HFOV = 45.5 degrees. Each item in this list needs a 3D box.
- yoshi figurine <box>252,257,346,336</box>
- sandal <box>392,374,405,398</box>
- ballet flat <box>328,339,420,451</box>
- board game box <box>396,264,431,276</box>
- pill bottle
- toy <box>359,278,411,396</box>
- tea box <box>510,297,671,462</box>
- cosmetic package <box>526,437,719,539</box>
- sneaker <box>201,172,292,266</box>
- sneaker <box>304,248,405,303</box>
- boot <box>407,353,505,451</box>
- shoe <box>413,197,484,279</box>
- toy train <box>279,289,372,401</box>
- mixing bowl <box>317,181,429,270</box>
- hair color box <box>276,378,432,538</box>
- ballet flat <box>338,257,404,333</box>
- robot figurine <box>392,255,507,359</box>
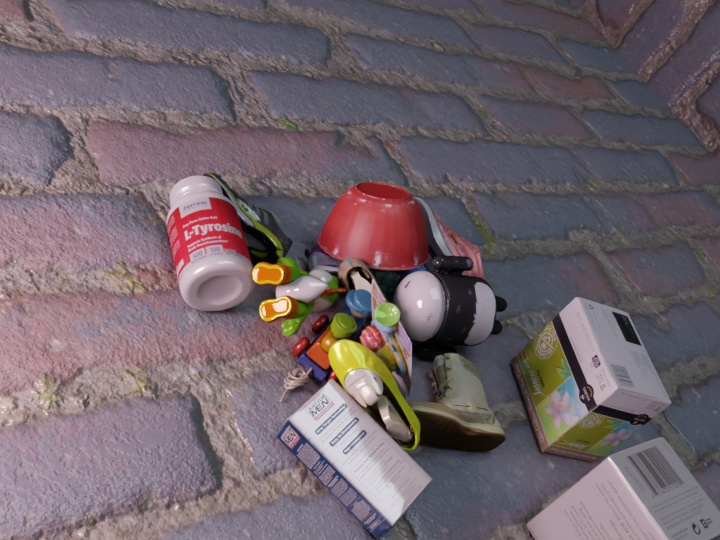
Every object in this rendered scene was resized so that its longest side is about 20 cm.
[{"bbox_3d":[-0.105,0.034,1.327,0.112,0.113,0.200,39,14,19],"label":"yoshi figurine"},{"bbox_3d":[0.027,0.208,1.301,0.075,0.045,0.200,36,36,1],"label":"sandal"},{"bbox_3d":[0.026,0.182,1.222,0.200,0.067,0.067,53,13,-23],"label":"ballet flat"},{"bbox_3d":[0.127,0.009,1.604,0.200,0.045,0.135,32,36,-6],"label":"board game box"},{"bbox_3d":[-0.234,-0.046,1.310,0.112,0.112,0.200,8,45,-34],"label":"pill bottle"},{"bbox_3d":[0.031,0.110,1.259,0.047,0.200,0.115,-24,63,-15],"label":"toy"},{"bbox_3d":[0.393,0.192,1.493,0.133,0.197,0.200,16,40,-27],"label":"tea box"},{"bbox_3d":[0.396,0.382,1.284,0.164,0.200,0.165,-4,52,-42],"label":"cosmetic package"},{"bbox_3d":[-0.195,-0.085,1.433,0.200,0.074,0.081,48,28,5],"label":"sneaker"},{"bbox_3d":[0.000,0.000,1.489,0.199,0.075,0.088,12,38,-29],"label":"sneaker"},{"bbox_3d":[0.133,0.202,1.376,0.199,0.072,0.155,18,40,-32],"label":"boot"},{"bbox_3d":[0.154,-0.050,1.599,0.091,0.071,0.201,-3,57,-43],"label":"shoe"},{"bbox_3d":[-0.046,0.112,1.287,0.085,0.116,0.200,38,36,3],"label":"toy train"},{"bbox_3d":[0.031,-0.088,1.490,0.199,0.109,0.200,8,20,-3],"label":"mixing bowl"},{"bbox_3d":[-0.009,0.259,1.189,0.200,0.061,0.100,44,50,9],"label":"hair color box"},{"bbox_3d":[0.024,0.071,1.387,0.068,0.067,0.200,-33,95,-9],"label":"ballet flat"},{"bbox_3d":[0.150,0.065,1.469,0.199,0.125,0.151,6,59,-28],"label":"robot figurine"}]
